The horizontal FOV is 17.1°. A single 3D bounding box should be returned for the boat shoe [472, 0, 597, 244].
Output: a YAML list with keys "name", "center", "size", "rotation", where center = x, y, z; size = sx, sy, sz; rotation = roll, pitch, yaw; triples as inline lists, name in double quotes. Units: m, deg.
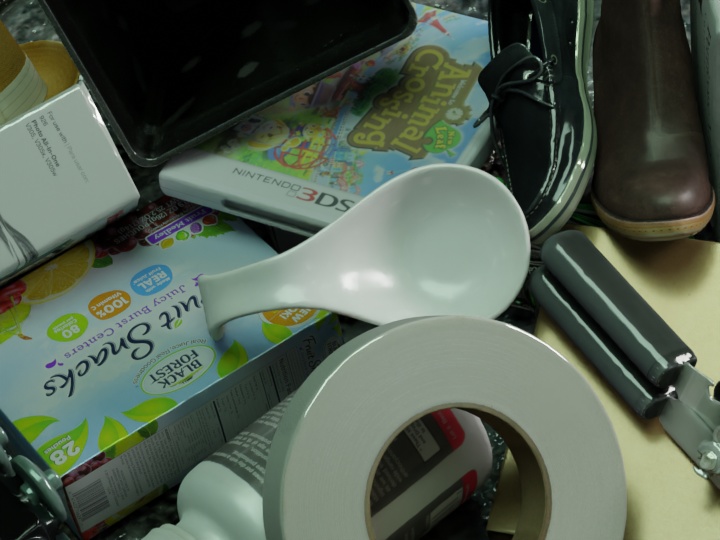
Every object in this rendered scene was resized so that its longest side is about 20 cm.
- name: "boat shoe"
  center: [0.103, -0.106, 1.447]
  size: [0.062, 0.075, 0.200]
  rotation: [19, 57, -25]

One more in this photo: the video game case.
- name: "video game case"
  center: [-0.001, -0.099, 1.507]
  size: [0.182, 0.022, 0.200]
  rotation: [17, 52, 24]

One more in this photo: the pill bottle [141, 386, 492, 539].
- name: "pill bottle"
  center: [-0.032, 0.132, 1.337]
  size: [0.200, 0.111, 0.111]
  rotation: [-37, 50, -24]

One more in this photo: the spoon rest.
- name: "spoon rest"
  center: [0.000, 0.000, 1.384]
  size: [0.200, 0.061, 0.100]
  rotation: [-14, 85, 8]

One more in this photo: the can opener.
- name: "can opener"
  center: [0.173, 0.055, 1.346]
  size: [0.066, 0.053, 0.200]
  rotation: [-22, 55, -38]

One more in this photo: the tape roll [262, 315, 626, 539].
- name: "tape roll"
  center: [0.046, 0.124, 1.282]
  size: [0.203, 0.203, 0.037]
  rotation: [-30, 8, -18]

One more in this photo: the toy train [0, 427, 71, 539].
- name: "toy train"
  center: [-0.226, 0.138, 1.369]
  size: [0.085, 0.114, 0.200]
  rotation: [-38, 49, -20]

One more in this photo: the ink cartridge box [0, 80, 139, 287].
- name: "ink cartridge box"
  center: [-0.242, -0.029, 1.493]
  size: [0.200, 0.146, 0.084]
  rotation: [-29, 91, -7]

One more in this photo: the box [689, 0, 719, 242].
- name: "box"
  center: [0.305, -0.121, 1.453]
  size: [0.200, 0.199, 0.131]
  rotation: [-7, 43, 2]

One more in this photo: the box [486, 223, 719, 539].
- name: "box"
  center: [0.172, 0.073, 1.371]
  size: [0.163, 0.021, 0.200]
  rotation: [8, 67, 18]

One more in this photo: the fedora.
- name: "fedora"
  center: [-0.292, -0.126, 1.636]
  size: [0.200, 0.082, 0.201]
  rotation: [-19, 28, 10]

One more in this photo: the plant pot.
- name: "plant pot"
  center: [-0.099, -0.219, 1.509]
  size: [0.199, 0.200, 0.177]
  rotation: [-27, 23, 8]

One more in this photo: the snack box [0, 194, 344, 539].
- name: "snack box"
  center: [-0.134, 0.050, 1.470]
  size: [0.200, 0.068, 0.169]
  rotation: [-31, 47, -18]

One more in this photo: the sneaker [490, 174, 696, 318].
- name: "sneaker"
  center: [0.106, -0.007, 1.470]
  size: [0.200, 0.078, 0.085]
  rotation: [-1, 46, 10]

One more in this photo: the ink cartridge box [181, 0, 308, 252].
- name: "ink cartridge box"
  center: [-0.024, -0.125, 1.610]
  size: [0.145, 0.083, 0.200]
  rotation: [-19, 45, -6]

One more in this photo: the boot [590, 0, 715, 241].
- name: "boot"
  center: [0.166, -0.124, 1.417]
  size: [0.072, 0.167, 0.200]
  rotation: [-5, 27, 4]
